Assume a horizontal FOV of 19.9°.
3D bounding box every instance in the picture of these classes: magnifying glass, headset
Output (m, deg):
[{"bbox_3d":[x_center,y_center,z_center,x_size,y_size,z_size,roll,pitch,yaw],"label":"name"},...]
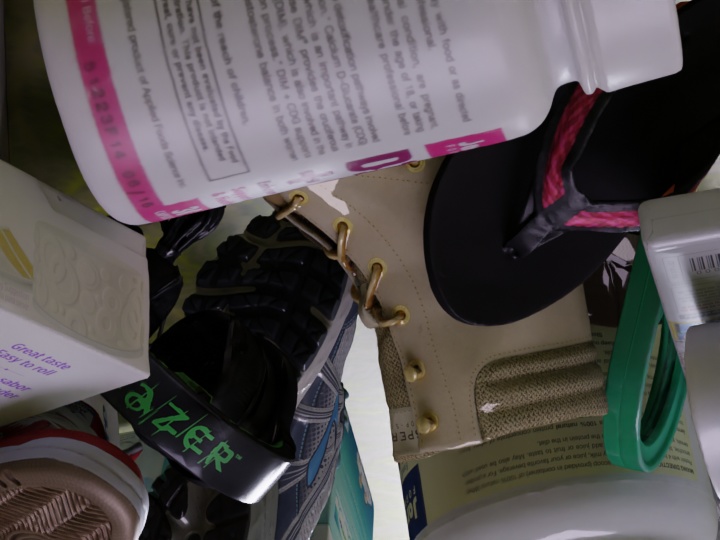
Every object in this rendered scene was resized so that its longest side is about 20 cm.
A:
[{"bbox_3d":[0.128,-0.011,0.850,0.022,0.202,0.080,11,-158,23],"label":"magnifying glass"},{"bbox_3d":[-0.075,0.021,0.827,0.123,0.200,0.094,42,92,-16],"label":"headset"}]

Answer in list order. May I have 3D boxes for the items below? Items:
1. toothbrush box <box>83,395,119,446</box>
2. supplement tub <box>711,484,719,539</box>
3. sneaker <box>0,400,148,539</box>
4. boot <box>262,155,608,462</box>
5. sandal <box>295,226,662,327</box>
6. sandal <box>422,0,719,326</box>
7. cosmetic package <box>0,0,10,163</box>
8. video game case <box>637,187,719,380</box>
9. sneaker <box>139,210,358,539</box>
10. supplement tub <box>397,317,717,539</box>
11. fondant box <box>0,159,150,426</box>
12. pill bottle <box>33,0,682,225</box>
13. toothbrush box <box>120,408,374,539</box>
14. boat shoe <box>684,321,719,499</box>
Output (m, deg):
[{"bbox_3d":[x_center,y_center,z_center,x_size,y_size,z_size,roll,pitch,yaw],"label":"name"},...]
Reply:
[{"bbox_3d":[-0.214,0.102,0.961,0.198,0.148,0.085,-10,156,1],"label":"toothbrush box"},{"bbox_3d":[0.151,0.141,1.208,0.199,0.124,0.122,-22,152,26],"label":"supplement tub"},{"bbox_3d":[-0.119,0.075,0.796,0.071,0.113,0.200,41,144,-11],"label":"sneaker"},{"bbox_3d":[0.000,0.000,0.819,0.198,0.157,0.073,-6,-179,-12],"label":"boot"},{"bbox_3d":[0.064,-0.029,0.903,0.198,0.055,0.082,9,126,-5],"label":"sandal"},{"bbox_3d":[0.106,-0.053,0.780,0.199,0.075,0.045,-37,-167,-5],"label":"sandal"},{"bbox_3d":[-0.175,-0.057,0.726,0.102,0.088,0.200,0,154,-10],"label":"cosmetic package"},{"bbox_3d":[0.219,0.003,0.805,0.198,0.023,0.182,-11,153,12],"label":"video game case"},{"bbox_3d":[-0.042,0.066,0.941,0.077,0.202,0.086,19,179,30],"label":"sneaker"},{"bbox_3d":[0.088,0.081,0.970,0.144,0.202,0.145,-7,155,-3],"label":"supplement tub"},{"bbox_3d":[-0.193,0.017,0.708,0.199,0.059,0.144,-20,151,28],"label":"fondant box"},{"bbox_3d":[0.001,-0.090,0.685,0.198,0.114,0.113,-13,155,8],"label":"pill bottle"},{"bbox_3d":[-0.073,0.157,1.073,0.145,0.200,0.086,-12,115,9],"label":"toothbrush box"},{"bbox_3d":[0.183,0.064,0.816,0.067,0.072,0.200,-14,155,23],"label":"boat shoe"}]
